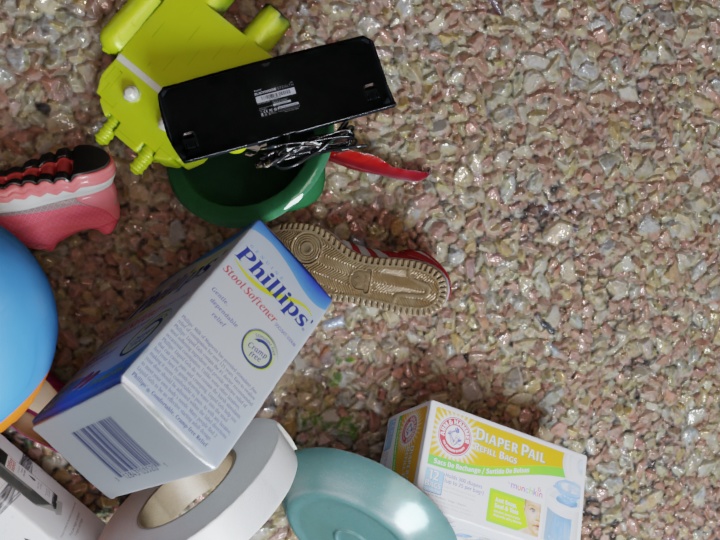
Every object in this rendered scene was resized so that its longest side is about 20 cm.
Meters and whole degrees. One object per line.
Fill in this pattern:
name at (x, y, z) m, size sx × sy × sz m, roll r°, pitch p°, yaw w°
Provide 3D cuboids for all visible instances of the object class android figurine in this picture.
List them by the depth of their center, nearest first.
android figurine at (-0.161, -0.179, 0.774) m, size 0.182 × 0.041 × 0.200 m, roll 41°, pitch 87°, yaw 10°

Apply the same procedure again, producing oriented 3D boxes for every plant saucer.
plant saucer at (-0.002, 0.257, 0.829) m, size 0.200 × 0.199 × 0.036 m, roll 50°, pitch 46°, yaw -15°

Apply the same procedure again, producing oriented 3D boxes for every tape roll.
tape roll at (-0.150, 0.212, 0.771) m, size 0.202 × 0.203 × 0.037 m, roll -35°, pitch 104°, yaw -9°

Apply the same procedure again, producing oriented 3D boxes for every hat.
hat at (-0.068, -0.090, 0.847) m, size 0.199 × 0.176 × 0.167 m, roll 19°, pitch 79°, yaw 25°

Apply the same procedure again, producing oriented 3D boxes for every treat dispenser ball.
treat dispenser ball at (-0.344, 0.047, 0.661) m, size 0.199 × 0.201 × 0.203 m, roll -2°, pitch 98°, yaw -16°

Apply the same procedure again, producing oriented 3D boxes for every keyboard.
keyboard at (-0.070, -0.134, 0.736) m, size 0.198 × 0.040 × 0.105 m, roll -16°, pitch 74°, yaw -6°

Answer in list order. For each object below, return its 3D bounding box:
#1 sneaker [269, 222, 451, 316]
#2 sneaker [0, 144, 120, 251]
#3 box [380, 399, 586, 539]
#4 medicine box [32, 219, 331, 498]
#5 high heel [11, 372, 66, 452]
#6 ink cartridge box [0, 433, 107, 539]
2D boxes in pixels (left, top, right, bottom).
sneaker at (0.000, 0.000, 0.865) m, size 0.198 × 0.112 × 0.072 m, roll 17°, pitch 95°, yaw 13°
sneaker at (-0.314, -0.047, 0.759) m, size 0.198 × 0.074 × 0.087 m, roll -11°, pitch 127°, yaw -5°
box at (0.125, 0.226, 0.883) m, size 0.199 × 0.101 × 0.113 m, roll 21°, pitch 62°, yaw -17°
medicine box at (-0.151, 0.078, 0.723) m, size 0.103 × 0.182 × 0.200 m, roll 48°, pitch 47°, yaw -15°
high heel at (-0.306, 0.121, 0.768) m, size 0.199 × 0.096 × 0.068 m, roll 24°, pitch 91°, yaw -17°
ink cartridge box at (-0.352, 0.245, 0.767) m, size 0.147 × 0.083 × 0.200 m, roll -42°, pitch 106°, yaw 5°
